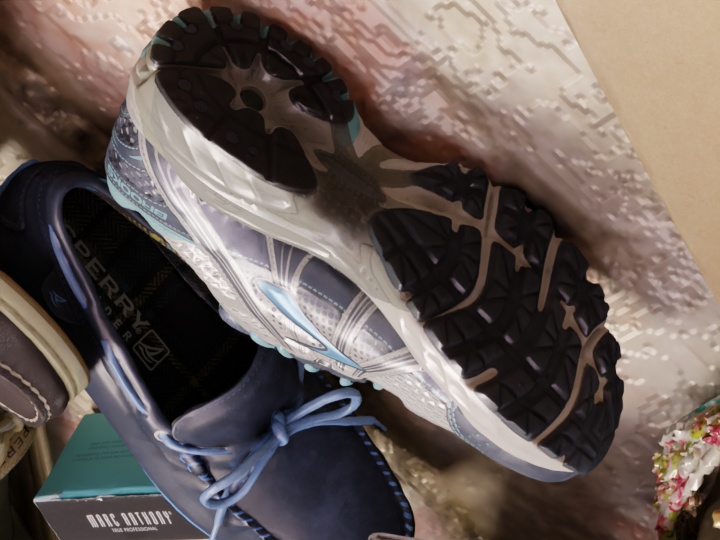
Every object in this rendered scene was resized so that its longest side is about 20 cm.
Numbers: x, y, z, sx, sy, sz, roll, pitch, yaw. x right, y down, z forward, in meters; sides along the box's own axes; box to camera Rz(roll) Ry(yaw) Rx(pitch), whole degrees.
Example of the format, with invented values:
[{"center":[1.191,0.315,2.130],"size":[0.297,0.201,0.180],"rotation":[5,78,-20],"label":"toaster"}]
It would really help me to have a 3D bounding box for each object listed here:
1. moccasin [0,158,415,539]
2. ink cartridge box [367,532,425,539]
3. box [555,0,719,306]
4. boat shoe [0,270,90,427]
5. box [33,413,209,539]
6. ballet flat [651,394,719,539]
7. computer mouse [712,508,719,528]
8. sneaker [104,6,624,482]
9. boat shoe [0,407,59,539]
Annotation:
[{"center":[-0.055,0.044,0.898],"size":[0.200,0.081,0.068],"rotation":[41,162,-16],"label":"moccasin"},{"center":[0.035,0.205,0.931],"size":[0.082,0.146,0.200],"rotation":[11,152,18],"label":"ink cartridge box"},{"center":[0.173,-0.037,0.737],"size":[0.199,0.021,0.164],"rotation":[-6,127,40],"label":"box"},{"center":[-0.185,0.000,0.859],"size":[0.200,0.065,0.073],"rotation":[35,159,-8],"label":"boat shoe"},{"center":[-0.044,0.142,1.021],"size":[0.082,0.049,0.201],"rotation":[-6,128,31],"label":"box"},{"center":[0.143,0.059,0.791],"size":[0.075,0.064,0.200],"rotation":[19,157,-4],"label":"ballet flat"},{"center":[0.127,0.115,0.778],"size":[0.199,0.046,0.140],"rotation":[7,150,44],"label":"computer mouse"},{"center":[0.000,0.000,0.848],"size":[0.200,0.078,0.086],"rotation":[42,140,-1],"label":"sneaker"},{"center":[-0.143,0.076,0.985],"size":[0.063,0.073,0.201],"rotation":[26,143,17],"label":"boat shoe"}]
